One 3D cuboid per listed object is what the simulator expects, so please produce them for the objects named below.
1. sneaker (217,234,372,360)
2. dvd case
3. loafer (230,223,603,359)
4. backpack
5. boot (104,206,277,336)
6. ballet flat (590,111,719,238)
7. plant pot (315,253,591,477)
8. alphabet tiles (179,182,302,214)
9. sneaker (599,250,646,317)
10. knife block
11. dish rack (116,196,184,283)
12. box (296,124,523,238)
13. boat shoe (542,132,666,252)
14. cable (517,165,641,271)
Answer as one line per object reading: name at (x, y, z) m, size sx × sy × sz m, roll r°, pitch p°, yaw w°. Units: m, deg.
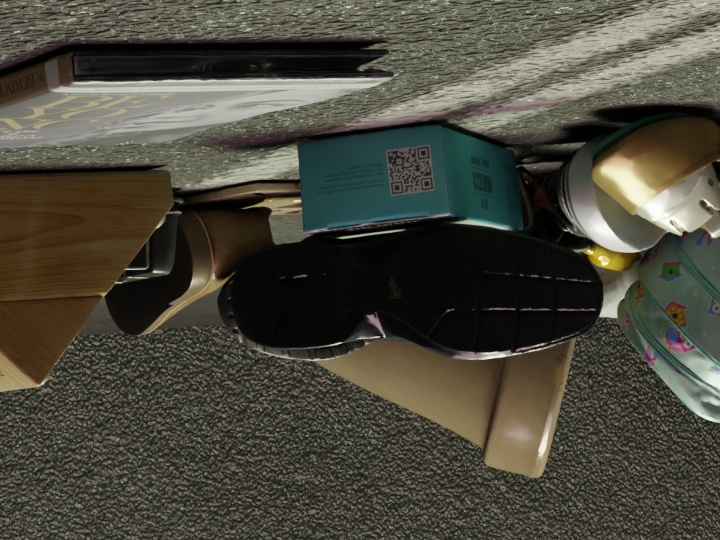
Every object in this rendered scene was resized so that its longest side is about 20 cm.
sneaker at (0.000, 0.000, 1.783) m, size 0.199 × 0.076 × 0.088 m, roll -16°, pitch -162°, yaw -15°
dvd case at (-0.100, -0.071, 1.185) m, size 0.148 × 0.016 × 0.200 m, roll -3°, pitch 176°, yaw -32°
loafer at (0.034, 0.007, 1.507) m, size 0.199 × 0.073 × 0.072 m, roll 3°, pitch -173°, yaw 11°
backpack at (0.252, 0.022, 1.798) m, size 0.167 × 0.127 × 0.200 m, roll 39°, pitch -164°, yaw 16°
boot at (-0.115, -0.004, 1.822) m, size 0.075 × 0.074 × 0.200 m, roll -15°, pitch 179°, yaw -27°
ballet flat at (0.186, -0.050, 1.572) m, size 0.068 × 0.063 × 0.200 m, roll -34°, pitch 168°, yaw 20°
plant pot at (0.063, 0.026, 1.925) m, size 0.173 × 0.202 × 0.200 m, roll 13°, pitch 177°, yaw 2°
alphabet tiles at (-0.028, -0.049, 1.779) m, size 0.167 × 0.008 × 0.199 m, roll -2°, pitch 175°, yaw -45°
sneaker at (0.235, -0.013, 1.972) m, size 0.199 × 0.076 × 0.088 m, roll -18°, pitch 172°, yaw -37°
knife block at (-0.220, -0.026, 1.517) m, size 0.064 × 0.176 × 0.200 m, roll -8°, pitch -139°, yaw 56°
dish rack at (-0.222, -0.012, 1.711) m, size 0.199 × 0.055 × 0.153 m, roll -1°, pitch 174°, yaw -32°
box at (0.030, -0.045, 1.560) m, size 0.082 × 0.050 × 0.200 m, roll -7°, pitch 177°, yaw 14°
boat shoe at (0.142, -0.046, 1.654) m, size 0.066 × 0.070 × 0.200 m, roll -8°, pitch -176°, yaw 22°
cable at (0.117, -0.028, 1.702) m, size 0.050 × 0.097 × 0.200 m, roll -44°, pitch 174°, yaw 14°
